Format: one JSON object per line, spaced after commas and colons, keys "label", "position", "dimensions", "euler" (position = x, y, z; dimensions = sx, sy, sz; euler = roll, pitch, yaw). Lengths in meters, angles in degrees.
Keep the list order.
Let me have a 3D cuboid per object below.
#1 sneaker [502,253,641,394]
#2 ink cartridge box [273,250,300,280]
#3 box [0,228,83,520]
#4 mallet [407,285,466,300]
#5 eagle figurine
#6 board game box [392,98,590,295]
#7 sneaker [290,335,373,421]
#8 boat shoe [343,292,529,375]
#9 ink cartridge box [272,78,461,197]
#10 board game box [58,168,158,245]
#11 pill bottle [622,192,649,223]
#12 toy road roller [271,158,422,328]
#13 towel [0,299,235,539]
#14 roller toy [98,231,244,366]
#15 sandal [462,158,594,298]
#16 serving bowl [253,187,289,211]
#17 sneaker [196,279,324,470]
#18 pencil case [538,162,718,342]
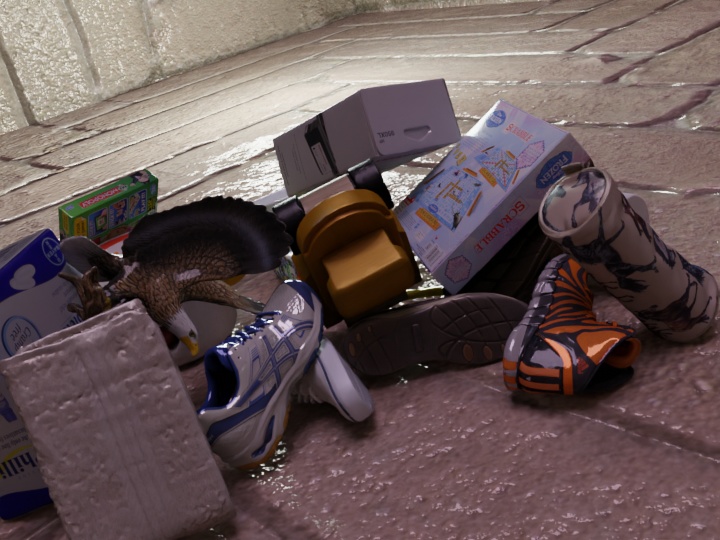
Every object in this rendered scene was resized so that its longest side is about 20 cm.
{"label": "sneaker", "position": [0.219, 0.057, 0.842], "dimensions": [0.111, 0.078, 0.200], "euler": [7, 39, 27]}
{"label": "ink cartridge box", "position": [-0.034, -0.006, 1.125], "dimensions": [0.108, 0.051, 0.200], "euler": [-20, 25, -21]}
{"label": "box", "position": [-0.317, 0.094, 0.828], "dimensions": [0.104, 0.201, 0.184], "euler": [-22, 20, 18]}
{"label": "mallet", "position": [0.053, 0.025, 1.032], "dimensions": [0.198, 0.041, 0.066], "euler": [-4, 25, 28]}
{"label": "eagle figurine", "position": [-0.182, 0.012, 0.855], "dimensions": [0.199, 0.152, 0.151], "euler": [-29, 24, -32]}
{"label": "board game box", "position": [0.132, -0.089, 0.964], "dimensions": [0.200, 0.041, 0.200], "euler": [-46, 23, 8]}
{"label": "sneaker", "position": [-0.047, 0.107, 0.871], "dimensions": [0.071, 0.073, 0.200], "euler": [-39, 26, -5]}
{"label": "boat shoe", "position": [0.078, 0.056, 0.897], "dimensions": [0.198, 0.075, 0.073], "euler": [-6, 14, -4]}
{"label": "ink cartridge box", "position": [0.005, -0.165, 1.088], "dimensions": [0.144, 0.085, 0.199], "euler": [-17, 1, -38]}
{"label": "board game box", "position": [-0.326, -0.022, 1.128], "dimensions": [0.029, 0.201, 0.134], "euler": [33, 44, 22]}
{"label": "pill bottle", "position": [0.225, -0.053, 1.014], "dimensions": [0.199, 0.121, 0.119], "euler": [13, 33, 44]}
{"label": "toy road roller", "position": [0.000, 0.000, 0.901], "dimensions": [0.122, 0.201, 0.146], "euler": [-26, 46, -2]}
{"label": "towel", "position": [-0.200, 0.135, 0.712], "dimensions": [0.132, 0.201, 0.034], "euler": [-23, -9, -13]}
{"label": "roller toy", "position": [-0.248, 0.025, 1.044], "dimensions": [0.199, 0.141, 0.182], "euler": [12, 34, 43]}
{"label": "sandal", "position": [0.188, -0.035, 0.932], "dimensions": [0.201, 0.054, 0.082], "euler": [-56, 40, 2]}
{"label": "serving bowl", "position": [-0.091, -0.092, 1.302], "dimensions": [0.199, 0.066, 0.200], "euler": [-20, 10, 4]}
{"label": "sneaker", "position": [-0.097, 0.080, 0.813], "dimensions": [0.075, 0.088, 0.201], "euler": [-22, 40, 41]}
{"label": "pencil case", "position": [0.256, -0.017, 0.824], "dimensions": [0.078, 0.200, 0.090], "euler": [-32, 31, 38]}
